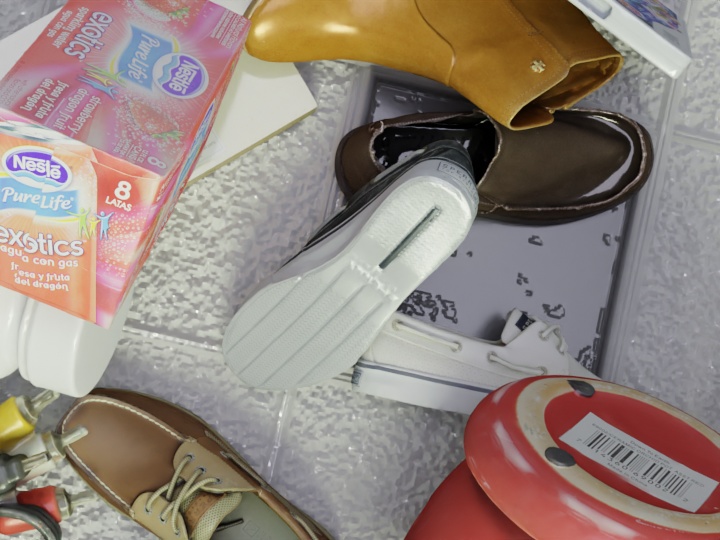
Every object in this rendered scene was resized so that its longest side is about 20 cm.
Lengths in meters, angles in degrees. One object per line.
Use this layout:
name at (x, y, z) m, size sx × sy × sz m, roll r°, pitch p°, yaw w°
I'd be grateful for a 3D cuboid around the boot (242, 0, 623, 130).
boot at (0.044, -0.133, 0.911) m, size 0.201 × 0.071 × 0.144 m, roll -22°, pitch 57°, yaw -21°

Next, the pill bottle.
pill bottle at (-0.235, -0.006, 0.869) m, size 0.200 × 0.114 × 0.114 m, roll 18°, pitch 84°, yaw 5°

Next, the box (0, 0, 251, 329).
box at (-0.135, -0.075, 0.824) m, size 0.095 × 0.200 × 0.103 m, roll 23°, pitch 121°, yaw -4°

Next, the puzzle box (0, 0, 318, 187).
puzzle box at (-0.144, -0.106, 0.946) m, size 0.200 × 0.025 × 0.133 m, roll -30°, pitch 90°, yaw -7°

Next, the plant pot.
plant pot at (0.121, 0.168, 0.839) m, size 0.200 × 0.200 × 0.183 m, roll 18°, pitch 113°, yaw -4°

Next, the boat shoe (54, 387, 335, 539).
boat shoe at (-0.089, 0.136, 0.908) m, size 0.200 × 0.074 × 0.076 m, roll 33°, pitch 83°, yaw -1°

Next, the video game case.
video game case at (0.113, -0.192, 0.926) m, size 0.200 × 0.143 × 0.018 m, roll 36°, pitch 110°, yaw -3°

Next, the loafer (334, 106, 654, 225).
loafer at (0.086, -0.064, 0.944) m, size 0.200 × 0.071 × 0.073 m, roll -5°, pitch 87°, yaw -6°

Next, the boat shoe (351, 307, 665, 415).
boat shoe at (0.098, 0.059, 0.940) m, size 0.200 × 0.071 × 0.070 m, roll 11°, pitch 87°, yaw 1°

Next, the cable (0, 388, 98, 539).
cable at (-0.248, 0.140, 0.884) m, size 0.200 × 0.050 × 0.097 m, roll -18°, pitch 95°, yaw 5°

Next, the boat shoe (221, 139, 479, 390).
boat shoe at (0.000, 0.000, 0.914) m, size 0.200 × 0.071 × 0.072 m, roll -38°, pitch 102°, yaw 28°
